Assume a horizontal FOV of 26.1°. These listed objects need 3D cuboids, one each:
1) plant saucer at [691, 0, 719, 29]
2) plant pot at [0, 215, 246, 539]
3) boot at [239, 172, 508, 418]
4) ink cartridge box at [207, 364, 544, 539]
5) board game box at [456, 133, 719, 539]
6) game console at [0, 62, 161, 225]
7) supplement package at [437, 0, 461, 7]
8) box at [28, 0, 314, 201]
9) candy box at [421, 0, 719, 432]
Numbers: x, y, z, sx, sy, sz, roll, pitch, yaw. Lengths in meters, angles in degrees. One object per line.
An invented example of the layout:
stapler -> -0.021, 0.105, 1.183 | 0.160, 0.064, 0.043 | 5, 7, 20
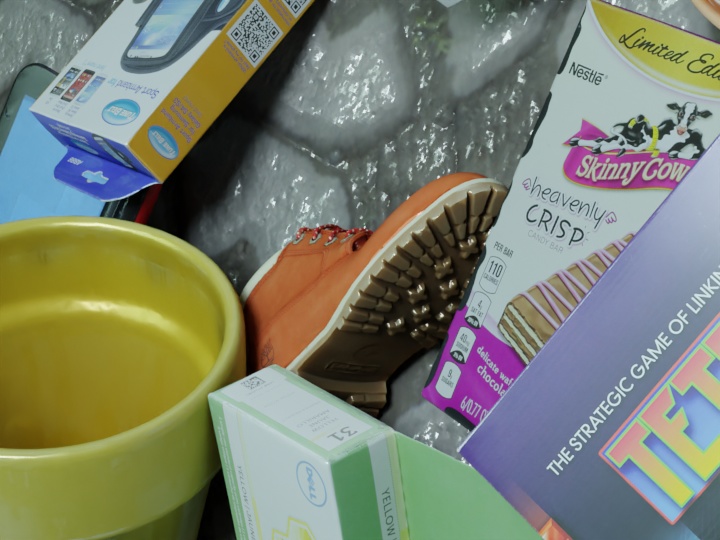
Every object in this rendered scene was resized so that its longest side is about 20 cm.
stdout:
plant saucer -> 0.214, -0.171, 0.619 | 0.200, 0.032, 0.201 | -26, 52, 37
plant pot -> -0.162, 0.101, 0.856 | 0.201, 0.200, 0.189 | 49, 146, 43
boot -> 0.000, 0.000, 0.806 | 0.200, 0.075, 0.107 | -46, 45, 32
ink cartridge box -> 0.011, 0.141, 0.724 | 0.200, 0.048, 0.146 | 24, 129, 50
board game box -> 0.159, 0.049, 0.567 | 0.165, 0.057, 0.200 | 43, 107, 20
game console -> -0.211, -0.012, 0.998 | 0.172, 0.118, 0.200 | -98, 32, -74
supplement package -> 0.082, -0.239, 0.707 | 0.200, 0.111, 0.156 | -16, 52, 50
box -> -0.111, -0.131, 0.923 | 0.119, 0.041, 0.200 | 21, 66, 48
candy box -> 0.122, -0.002, 0.675 | 0.136, 0.061, 0.200 | 32, 103, 47
